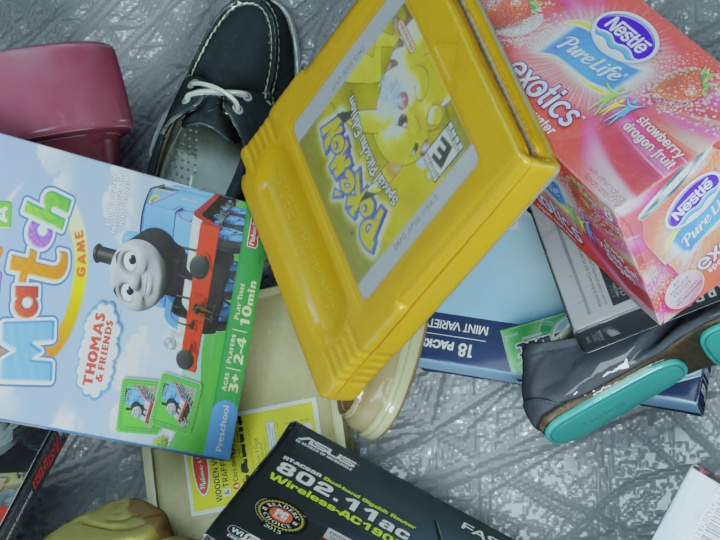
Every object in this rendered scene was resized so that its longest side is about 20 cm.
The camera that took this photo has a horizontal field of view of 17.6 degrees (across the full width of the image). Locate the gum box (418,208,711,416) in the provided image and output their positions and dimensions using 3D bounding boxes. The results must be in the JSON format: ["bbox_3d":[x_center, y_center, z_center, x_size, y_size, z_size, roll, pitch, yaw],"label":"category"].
[{"bbox_3d":[0.131,-0.029,1.348,0.170,0.045,0.200,9,80,15],"label":"gum box"}]

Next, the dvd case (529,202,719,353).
[{"bbox_3d":[0.193,-0.048,1.269,0.200,0.025,0.150,-22,45,7],"label":"dvd case"}]

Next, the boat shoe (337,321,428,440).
[{"bbox_3d":[0.000,0.000,1.348,0.063,0.073,0.200,13,64,-21],"label":"boat shoe"}]

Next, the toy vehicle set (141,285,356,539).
[{"bbox_3d":[-0.065,0.113,1.371,0.124,0.027,0.200,-11,74,11],"label":"toy vehicle set"}]

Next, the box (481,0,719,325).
[{"bbox_3d":[0.134,-0.079,1.240,0.103,0.095,0.200,-34,44,-6],"label":"box"}]

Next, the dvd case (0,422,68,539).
[{"bbox_3d":[-0.255,0.126,1.346,0.146,0.200,0.022,-3,120,13],"label":"dvd case"}]

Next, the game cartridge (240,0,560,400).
[{"bbox_3d":[0.011,-0.057,1.259,0.200,0.032,0.176,-49,48,33],"label":"game cartridge"}]

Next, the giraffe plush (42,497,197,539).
[{"bbox_3d":[-0.165,0.244,1.298,0.200,0.173,0.162,-9,114,2],"label":"giraffe plush"}]

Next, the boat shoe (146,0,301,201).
[{"bbox_3d":[-0.086,-0.078,1.405,0.076,0.060,0.200,8,79,15],"label":"boat shoe"}]

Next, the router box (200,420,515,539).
[{"bbox_3d":[0.015,0.177,1.248,0.200,0.150,0.062,28,115,5],"label":"router box"}]

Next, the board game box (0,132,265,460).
[{"bbox_3d":[-0.145,0.018,1.295,0.037,0.200,0.151,3,82,49],"label":"board game box"}]

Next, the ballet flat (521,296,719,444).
[{"bbox_3d":[0.177,0.028,1.268,0.200,0.073,0.073,-23,72,11],"label":"ballet flat"}]

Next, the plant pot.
[{"bbox_3d":[-0.220,-0.025,1.368,0.200,0.200,0.179,-13,90,10],"label":"plant pot"}]

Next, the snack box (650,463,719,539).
[{"bbox_3d":[0.154,0.209,1.233,0.053,0.142,0.200,28,84,17],"label":"snack box"}]
